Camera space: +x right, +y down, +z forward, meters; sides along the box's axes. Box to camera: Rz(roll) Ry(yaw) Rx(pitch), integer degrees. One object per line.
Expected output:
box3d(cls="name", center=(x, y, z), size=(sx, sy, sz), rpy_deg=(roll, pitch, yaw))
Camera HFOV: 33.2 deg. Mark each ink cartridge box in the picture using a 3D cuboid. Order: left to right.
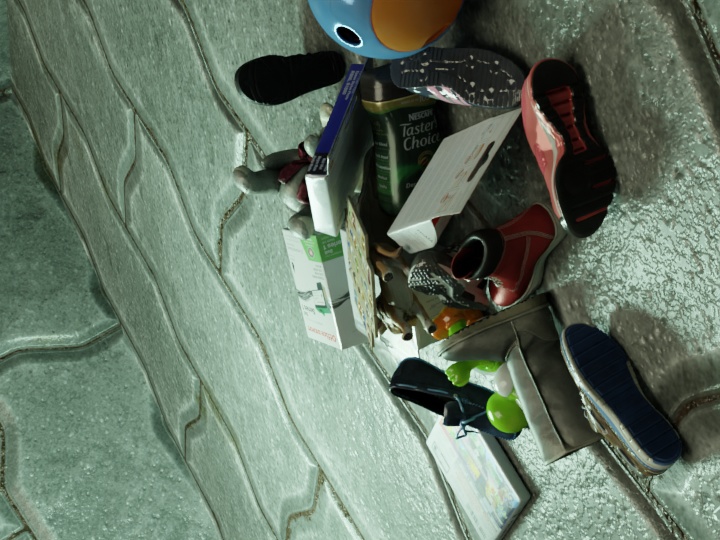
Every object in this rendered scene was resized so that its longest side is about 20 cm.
box3d(cls="ink cartridge box", center=(-0.048, 0.020, 2.027), size=(0.146, 0.084, 0.202), rpy_deg=(13, 118, 63))
box3d(cls="ink cartridge box", center=(-0.025, -0.182, 1.682), size=(0.040, 0.201, 0.201), rpy_deg=(15, 152, 10))
box3d(cls="ink cartridge box", center=(0.061, 0.033, 1.802), size=(0.200, 0.083, 0.177), rpy_deg=(34, 138, 53))
box3d(cls="ink cartridge box", center=(0.126, -0.108, 1.482), size=(0.047, 0.161, 0.200), rpy_deg=(37, 161, -17))

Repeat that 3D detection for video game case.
box3d(cls="video game case", center=(0.174, 0.299, 1.832), size=(0.201, 0.023, 0.183), rpy_deg=(60, 154, 26))

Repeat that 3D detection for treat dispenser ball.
box3d(cls="treat dispenser ball", center=(0.032, -0.355, 1.440), size=(0.201, 0.199, 0.202), rpy_deg=(45, 146, 44))

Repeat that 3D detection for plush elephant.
box3d(cls="plush elephant", center=(-0.063, -0.162, 1.864), size=(0.165, 0.199, 0.156), rpy_deg=(43, 123, 24))

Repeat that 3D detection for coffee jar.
box3d(cls="coffee jar", center=(0.062, -0.179, 1.621), size=(0.085, 0.103, 0.202), rpy_deg=(28, 133, 63))

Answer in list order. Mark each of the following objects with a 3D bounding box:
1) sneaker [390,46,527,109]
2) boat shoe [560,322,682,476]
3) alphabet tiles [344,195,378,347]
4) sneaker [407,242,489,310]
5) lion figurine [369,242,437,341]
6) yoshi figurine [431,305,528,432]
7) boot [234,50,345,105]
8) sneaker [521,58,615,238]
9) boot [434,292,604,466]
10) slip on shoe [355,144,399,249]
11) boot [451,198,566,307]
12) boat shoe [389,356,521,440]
box3d(cls="sneaker", center=(0.135, -0.237, 1.489), size=(0.199, 0.082, 0.071), rpy_deg=(21, 98, 38))
box3d(cls="boat shoe", center=(0.291, 0.156, 1.416), size=(0.201, 0.072, 0.073), rpy_deg=(60, 155, 24))
box3d(cls="alphabet tiles", center=(0.000, 0.000, 1.645), size=(0.200, 0.006, 0.168), rpy_deg=(-113, 17, -62))
box3d(cls="sneaker", center=(0.114, -0.004, 1.546), size=(0.200, 0.073, 0.081), rpy_deg=(30, -116, -66))
box3d(cls="lion figurine", center=(0.044, 0.019, 1.622), size=(0.123, 0.072, 0.201), rpy_deg=(-127, 22, -48))
box3d(cls="yoshi figurine", center=(0.174, 0.142, 1.631), size=(0.200, 0.112, 0.112), rpy_deg=(49, 164, 36))
box3d(cls="boot", center=(-0.135, -0.294, 1.859), size=(0.162, 0.197, 0.074), rpy_deg=(5, 109, 57))
box3d(cls="sneaker", center=(0.229, -0.136, 1.363), size=(0.087, 0.073, 0.202), rpy_deg=(173, 82, -79))
box3d(cls="boot", center=(0.204, 0.149, 1.532), size=(0.181, 0.072, 0.202), rpy_deg=(-26, 86, 29))
box3d(cls="slip on shoe", center=(0.039, -0.099, 1.707), size=(0.060, 0.076, 0.202), rpy_deg=(-29, 44, 46))
box3d(cls="boot", center=(0.160, -0.002, 1.493), size=(0.073, 0.143, 0.201), rpy_deg=(57, 155, 22))
box3d(cls="boat shoe", center=(0.131, 0.197, 1.702), size=(0.198, 0.069, 0.085), rpy_deg=(21, 137, 22))
